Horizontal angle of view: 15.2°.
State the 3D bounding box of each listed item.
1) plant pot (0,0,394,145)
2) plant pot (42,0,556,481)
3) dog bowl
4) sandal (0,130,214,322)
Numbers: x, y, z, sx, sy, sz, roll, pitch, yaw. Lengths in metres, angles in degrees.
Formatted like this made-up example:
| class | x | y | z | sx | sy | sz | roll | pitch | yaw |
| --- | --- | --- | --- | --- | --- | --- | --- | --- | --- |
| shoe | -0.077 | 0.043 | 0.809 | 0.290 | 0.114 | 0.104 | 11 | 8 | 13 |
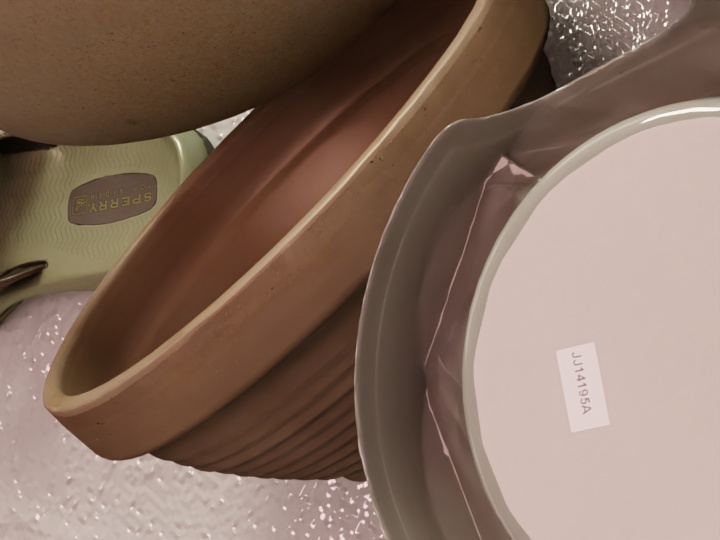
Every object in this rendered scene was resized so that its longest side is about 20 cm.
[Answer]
| class | x | y | z | sx | sy | sz | roll | pitch | yaw |
| --- | --- | --- | --- | --- | --- | --- | --- | --- | --- |
| plant pot | -0.047 | -0.137 | 0.848 | 0.134 | 0.199 | 0.202 | 6 | 89 | 45 |
| plant pot | 0.000 | 0.000 | 0.852 | 0.200 | 0.201 | 0.093 | -37 | 106 | 29 |
| dog bowl | 0.099 | 0.029 | 0.715 | 0.199 | 0.059 | 0.202 | -2 | 85 | 25 |
| sandal | -0.141 | -0.020 | 1.007 | 0.200 | 0.057 | 0.080 | -16 | 76 | 35 |
